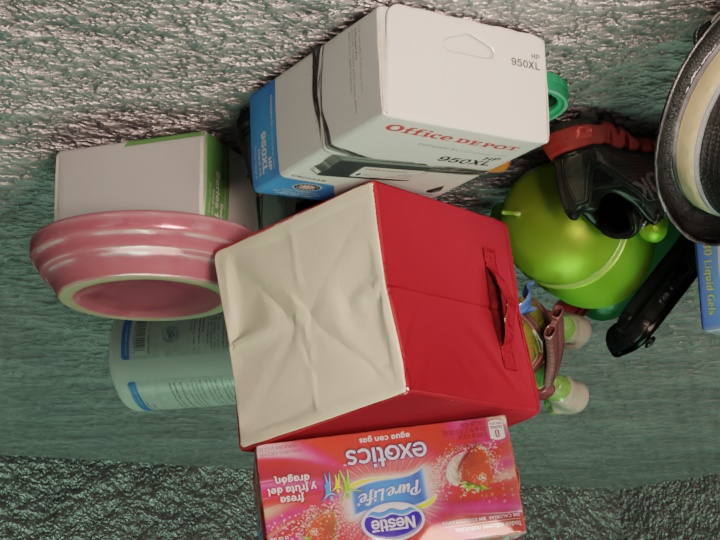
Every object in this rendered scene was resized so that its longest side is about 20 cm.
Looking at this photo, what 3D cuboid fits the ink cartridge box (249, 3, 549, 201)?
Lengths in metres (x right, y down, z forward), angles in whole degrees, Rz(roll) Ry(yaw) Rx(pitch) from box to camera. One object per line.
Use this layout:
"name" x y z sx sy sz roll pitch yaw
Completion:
"ink cartridge box" 0.025 -0.114 1.229 0.144 0.085 0.200 6 164 -29

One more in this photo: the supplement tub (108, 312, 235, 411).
"supplement tub" -0.184 0.095 1.955 0.199 0.133 0.132 -5 166 16

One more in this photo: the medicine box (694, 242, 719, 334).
"medicine box" 0.372 -0.049 1.317 0.103 0.183 0.199 10 162 -40

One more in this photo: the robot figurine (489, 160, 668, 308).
"robot figurine" 0.198 -0.032 1.508 0.174 0.116 0.200 -7 165 24

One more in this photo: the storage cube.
"storage cube" 0.010 0.050 1.321 0.199 0.172 0.179 -21 159 34

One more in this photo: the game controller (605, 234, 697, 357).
"game controller" 0.300 -0.001 1.551 0.042 0.200 0.104 38 168 9

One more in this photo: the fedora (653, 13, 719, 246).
"fedora" 0.289 -0.095 1.087 0.200 0.202 0.092 10 -163 -38

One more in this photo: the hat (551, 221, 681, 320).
"hat" 0.257 0.040 1.674 0.199 0.177 0.165 -13 162 39

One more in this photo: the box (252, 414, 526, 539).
"box" 0.019 0.179 1.286 0.199 0.096 0.100 -6 161 -8

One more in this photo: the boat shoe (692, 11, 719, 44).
"boat shoe" 0.274 -0.133 1.196 0.060 0.076 0.200 -16 160 29

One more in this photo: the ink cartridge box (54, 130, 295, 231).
"ink cartridge box" -0.158 -0.049 1.472 0.145 0.085 0.200 -6 164 20

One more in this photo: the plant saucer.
"plant saucer" -0.178 0.001 1.396 0.199 0.051 0.201 -1 165 0

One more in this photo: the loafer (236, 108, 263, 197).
"loafer" -0.010 -0.084 1.370 0.199 0.073 0.073 5 164 -27

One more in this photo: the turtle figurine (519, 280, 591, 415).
"turtle figurine" 0.118 0.073 1.534 0.200 0.144 0.193 -42 143 23

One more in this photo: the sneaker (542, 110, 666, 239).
"sneaker" 0.240 -0.070 1.400 0.199 0.099 0.071 6 161 -33

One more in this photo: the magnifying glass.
"magnifying glass" 0.121 -0.119 1.350 0.079 0.023 0.200 -1 167 -2
